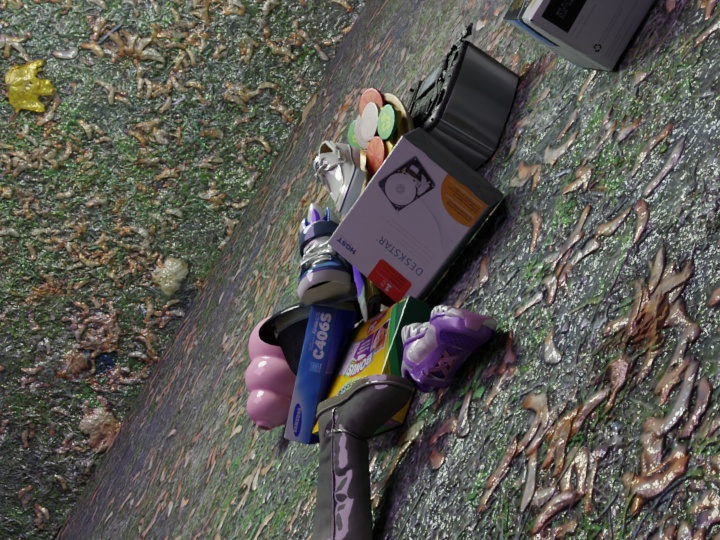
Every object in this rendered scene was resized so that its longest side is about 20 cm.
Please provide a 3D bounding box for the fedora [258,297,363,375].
[{"bbox_3d":[-0.066,0.114,1.923,0.201,0.200,0.092,-41,58,54],"label":"fedora"}]

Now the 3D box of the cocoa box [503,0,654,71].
[{"bbox_3d":[0.301,-0.376,1.549,0.200,0.133,0.131,-60,14,6],"label":"cocoa box"}]

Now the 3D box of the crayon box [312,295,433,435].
[{"bbox_3d":[0.019,0.145,1.681,0.200,0.058,0.173,-36,29,60],"label":"crayon box"}]

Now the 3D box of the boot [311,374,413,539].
[{"bbox_3d":[-0.001,0.243,1.477,0.182,0.073,0.200,-37,38,46],"label":"boot"}]

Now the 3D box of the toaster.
[{"bbox_3d":[0.144,-0.243,1.871,0.200,0.119,0.181,-40,26,56],"label":"toaster"}]

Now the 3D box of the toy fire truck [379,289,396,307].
[{"bbox_3d":[0.084,-0.038,1.828,0.141,0.049,0.200,-55,14,29],"label":"toy fire truck"}]

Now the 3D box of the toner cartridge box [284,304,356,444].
[{"bbox_3d":[-0.058,0.153,1.778,0.095,0.043,0.200,15,-93,-70],"label":"toner cartridge box"}]

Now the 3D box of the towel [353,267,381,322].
[{"bbox_3d":[0.000,0.000,1.823,0.144,0.023,0.200,91,167,-59],"label":"towel"}]

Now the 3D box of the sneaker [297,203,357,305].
[{"bbox_3d":[-0.063,-0.030,1.754,0.081,0.147,0.200,-19,-10,8],"label":"sneaker"}]

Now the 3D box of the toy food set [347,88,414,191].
[{"bbox_3d":[0.025,-0.180,1.857,0.200,0.049,0.198,-157,73,-63],"label":"toy food set"}]

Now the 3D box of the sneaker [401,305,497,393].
[{"bbox_3d":[0.101,0.102,1.464,0.200,0.080,0.089,140,149,-66],"label":"sneaker"}]

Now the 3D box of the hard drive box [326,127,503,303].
[{"bbox_3d":[0.076,-0.071,1.677,0.200,0.156,0.077,-55,-9,26],"label":"hard drive box"}]

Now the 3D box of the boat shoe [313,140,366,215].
[{"bbox_3d":[-0.037,-0.143,1.780,0.200,0.070,0.071,-94,26,-61],"label":"boat shoe"}]

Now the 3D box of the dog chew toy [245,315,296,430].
[{"bbox_3d":[-0.143,0.179,2.076,0.125,0.124,0.200,-37,36,58],"label":"dog chew toy"}]
